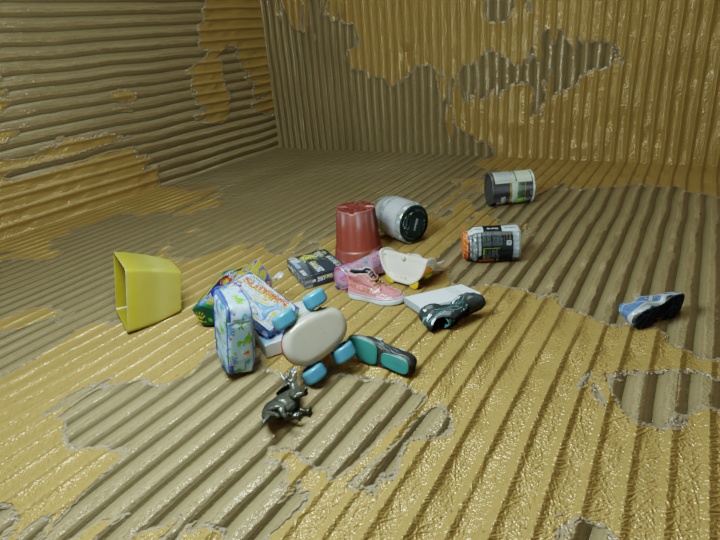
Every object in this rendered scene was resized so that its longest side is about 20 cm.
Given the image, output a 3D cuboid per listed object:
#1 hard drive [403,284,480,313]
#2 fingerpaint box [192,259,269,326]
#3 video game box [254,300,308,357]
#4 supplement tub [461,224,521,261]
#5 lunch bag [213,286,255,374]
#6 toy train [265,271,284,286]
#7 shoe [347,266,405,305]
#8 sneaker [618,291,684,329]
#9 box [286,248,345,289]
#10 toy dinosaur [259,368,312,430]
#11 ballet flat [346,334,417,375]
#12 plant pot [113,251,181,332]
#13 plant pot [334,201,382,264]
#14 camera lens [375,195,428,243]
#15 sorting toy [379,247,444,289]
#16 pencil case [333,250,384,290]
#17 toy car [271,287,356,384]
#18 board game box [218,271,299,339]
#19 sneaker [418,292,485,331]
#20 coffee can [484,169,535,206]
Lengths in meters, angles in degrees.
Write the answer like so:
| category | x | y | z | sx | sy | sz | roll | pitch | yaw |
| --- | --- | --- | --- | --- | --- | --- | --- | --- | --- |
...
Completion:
| category | x | y | z | sx | sy | sz | roll | pitch | yaw |
| --- | --- | --- | --- | --- | --- | --- | --- | --- | --- |
| hard drive | 0.245 | 0.085 | 1.623 | 0.195 | 0.027 | 0.132 | -12 | 13 | -15 |
| fingerpaint box | -0.397 | 0.067 | 1.662 | 0.164 | 0.074 | 0.201 | -16 | 28 | 29 |
| video game box | -0.207 | 0.162 | 1.545 | 0.196 | 0.048 | 0.182 | -16 | 25 | -23 |
| supplement tub | 0.456 | -0.095 | 1.891 | 0.194 | 0.126 | 0.123 | -2 | 23 | 5 |
| lunch bag | -0.330 | 0.153 | 1.394 | 0.081 | 0.205 | 0.161 | -8 | 24 | -24 |
| toy train | -0.313 | 0.089 | 1.686 | 0.148 | 0.056 | 0.201 | -8 | 32 | 39 |
| shoe | 0.045 | 0.047 | 1.692 | 0.196 | 0.093 | 0.071 | 7 | 26 | 27 |
| sneaker | 0.789 | 0.091 | 1.453 | 0.195 | 0.078 | 0.077 | -12 | 29 | -19 |
| box | -0.159 | -0.010 | 1.921 | 0.158 | 0.050 | 0.200 | -18 | 27 | -19 |
| toy dinosaur | -0.173 | 0.306 | 1.201 | 0.100 | 0.079 | 0.200 | -6 | 25 | 30 |
| ballet flat | 0.057 | 0.210 | 1.365 | 0.197 | 0.070 | 0.068 | 21 | 23 | 29 |
| plant pot | -0.676 | 0.055 | 1.720 | 0.173 | 0.205 | 0.199 | -7 | 21 | -33 |
| plant pot | -0.012 | -0.142 | 2.004 | 0.195 | 0.200 | 0.202 | -5 | 23 | 2 |
| camera lens | 0.162 | -0.207 | 2.158 | 0.157 | 0.164 | 0.199 | -18 | 26 | -28 |
| sorting toy | 0.191 | -0.021 | 1.822 | 0.197 | 0.110 | 0.178 | 15 | 23 | 40 |
| pencil case | 0.000 | 0.000 | 1.828 | 0.198 | 0.090 | 0.086 | -25 | 30 | -37 |
| toy car | -0.134 | 0.165 | 1.385 | 0.175 | 0.187 | 0.199 | -32 | 6 | -18 |
| board game box | -0.288 | 0.094 | 1.519 | 0.198 | 0.035 | 0.135 | 33 | 38 | 17 |
| sneaker | 0.266 | 0.124 | 1.517 | 0.195 | 0.077 | 0.080 | -17 | 34 | -4 |
| coffee can | 0.678 | -0.378 | 2.454 | 0.194 | 0.150 | 0.147 | -5 | 23 | -1 |
